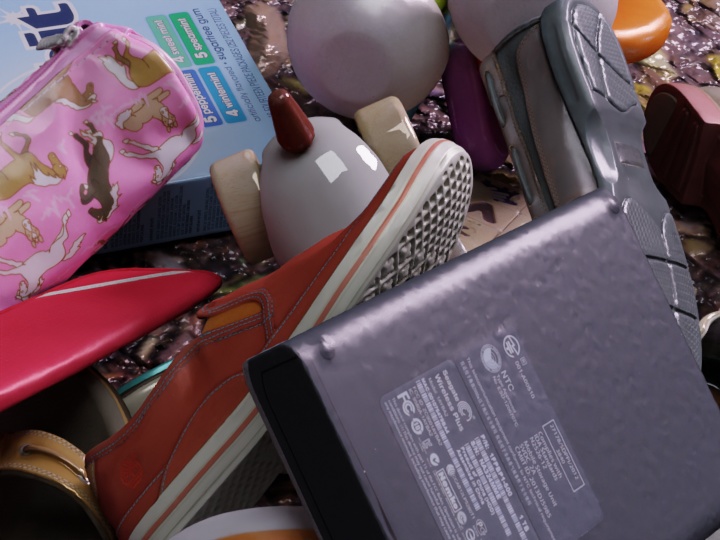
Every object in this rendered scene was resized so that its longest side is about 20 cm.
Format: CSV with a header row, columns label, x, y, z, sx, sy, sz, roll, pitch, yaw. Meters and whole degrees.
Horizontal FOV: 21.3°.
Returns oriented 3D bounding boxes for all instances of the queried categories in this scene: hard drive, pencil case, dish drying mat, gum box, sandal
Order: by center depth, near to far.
label,x,y,z,sx,sy,sz,roll,pitch,yaw
hard drive,0.060,0.061,0.698,0.200,0.033,0.140,-25,89,-46
sandal,-0.127,0.105,0.763,0.054,0.080,0.201,35,27,-42
dish drying mat,-0.139,0.031,0.789,0.076,0.018,0.200,2,15,29
pencil case,-0.163,-0.027,0.862,0.087,0.083,0.200,44,70,1
gum box,-0.149,-0.079,0.993,0.199,0.045,0.170,-11,46,-21

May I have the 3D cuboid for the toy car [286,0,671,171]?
label,x,y,z,sx,sy,sz,roll,pitch,yaw
toy car,0.065,-0.126,1.002,0.199,0.150,0.175,-13,29,20

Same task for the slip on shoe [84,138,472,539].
label,x,y,z,sx,sy,sz,roll,pitch,yaw
slip on shoe,-0.032,0.025,0.724,0.061,0.074,0.200,42,96,20

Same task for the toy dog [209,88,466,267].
label,x,y,z,sx,sy,sz,roll,pitch,yaw
toy dog,0.000,0.000,0.789,0.132,0.096,0.200,-41,60,-5

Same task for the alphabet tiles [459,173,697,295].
label,x,y,z,sx,sy,sz,roll,pitch,yaw
alphabet tiles,0.074,-0.002,0.923,0.166,0.006,0.200,24,24,12

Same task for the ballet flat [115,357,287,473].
label,x,y,z,sx,sy,sz,roll,pitch,yaw
ballet flat,-0.025,0.054,0.858,0.199,0.070,0.069,-24,51,-31

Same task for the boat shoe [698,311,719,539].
label,x,y,z,sx,sy,sz,roll,pitch,yaw
boat shoe,0.141,0.099,0.829,0.074,0.069,0.201,11,42,2

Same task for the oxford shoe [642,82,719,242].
label,x,y,z,sx,sy,sz,roll,pitch,yaw
oxford shoe,0.223,-0.035,0.993,0.074,0.071,0.200,-5,44,-23

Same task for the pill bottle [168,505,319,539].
label,x,y,z,sx,sy,sz,roll,pitch,yaw
pill bottle,-0.023,0.192,0.656,0.111,0.112,0.201,2,53,-8

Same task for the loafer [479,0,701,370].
label,x,y,z,sx,sy,sz,roll,pitch,yaw
loafer,0.101,-0.024,0.859,0.072,0.063,0.201,18,55,-49
